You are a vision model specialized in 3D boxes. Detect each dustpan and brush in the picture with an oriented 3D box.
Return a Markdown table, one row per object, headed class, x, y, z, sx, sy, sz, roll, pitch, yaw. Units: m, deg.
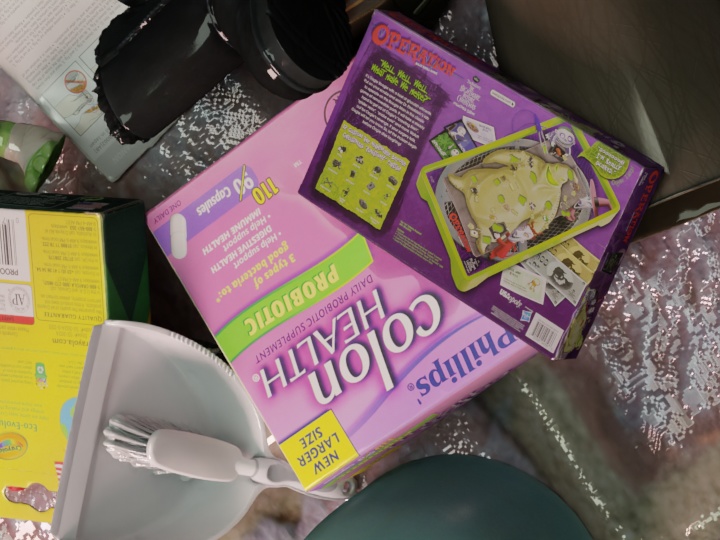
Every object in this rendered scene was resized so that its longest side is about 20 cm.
| class | x | y | z | sx | sy | sz | roll | pitch | yaw |
| --- | --- | --- | --- | --- | --- | --- | --- | --- | --- |
| dustpan and brush | -0.085 | 0.115 | 1.607 | 0.057 | 0.200 | 0.140 | 7 | 83 | 43 |

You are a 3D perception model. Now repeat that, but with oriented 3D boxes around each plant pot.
| class | x | y | z | sx | sy | sz | roll | pitch | yaw |
| --- | --- | --- | --- | --- | --- | --- | --- | --- | --- |
| plant pot | 0.033 | 0.219 | 1.571 | 0.200 | 0.161 | 0.201 | 2 | 95 | 23 |

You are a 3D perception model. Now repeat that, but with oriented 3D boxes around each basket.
| class | x | y | z | sx | sy | sz | roll | pitch | yaw |
| --- | --- | --- | --- | --- | --- | --- | --- | --- | --- |
| basket | 0.147 | -0.126 | 1.509 | 0.180 | 0.136 | 0.201 | -23 | 82 | 11 |

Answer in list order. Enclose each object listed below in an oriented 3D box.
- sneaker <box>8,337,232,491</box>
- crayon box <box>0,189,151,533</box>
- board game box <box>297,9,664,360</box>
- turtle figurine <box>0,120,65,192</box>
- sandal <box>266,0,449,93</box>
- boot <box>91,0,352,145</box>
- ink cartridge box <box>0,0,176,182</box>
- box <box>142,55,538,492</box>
| class | x | y | z | sx | sy | sz | roll | pitch | yaw |
| --- | --- | --- | --- | --- | --- | --- | --- | --- | --- |
| sneaker | -0.155 | 0.098 | 1.697 | 0.199 | 0.077 | 0.085 | -13 | 101 | 30 |
| crayon box | -0.191 | 0.054 | 1.628 | 0.127 | 0.051 | 0.201 | 5 | 104 | 29 |
| board game box | 0.063 | -0.050 | 1.475 | 0.200 | 0.032 | 0.120 | 34 | 113 | 31 |
| turtle figurine | -0.299 | -0.078 | 1.675 | 0.193 | 0.200 | 0.144 | 26 | 79 | -1 |
| sandal | 0.016 | -0.178 | 1.589 | 0.200 | 0.082 | 0.055 | -45 | 61 | 22 |
| boot | -0.088 | -0.130 | 1.561 | 0.162 | 0.199 | 0.073 | -35 | 121 | 23 |
| ink cartridge box | -0.171 | -0.183 | 1.695 | 0.200 | 0.050 | 0.161 | 45 | 111 | -6 |
| box | 0.000 | 0.000 | 1.599 | 0.176 | 0.097 | 0.200 | -34 | 82 | 22 |
